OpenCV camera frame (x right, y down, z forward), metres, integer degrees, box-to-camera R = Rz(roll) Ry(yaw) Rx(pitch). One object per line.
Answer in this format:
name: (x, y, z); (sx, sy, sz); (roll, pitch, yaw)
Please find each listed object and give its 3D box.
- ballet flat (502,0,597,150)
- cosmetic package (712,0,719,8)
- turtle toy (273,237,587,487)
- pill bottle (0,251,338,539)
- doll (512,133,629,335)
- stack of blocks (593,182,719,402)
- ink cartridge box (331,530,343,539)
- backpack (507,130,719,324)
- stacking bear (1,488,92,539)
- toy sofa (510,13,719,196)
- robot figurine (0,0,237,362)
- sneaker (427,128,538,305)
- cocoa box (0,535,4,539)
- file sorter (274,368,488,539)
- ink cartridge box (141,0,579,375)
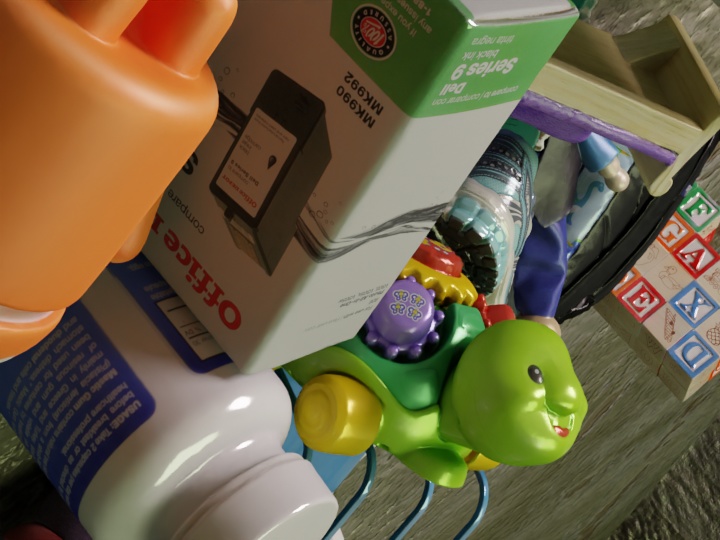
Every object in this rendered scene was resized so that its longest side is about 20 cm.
ballet flat: (0.101, -0.155, 0.852); (0.071, 0.072, 0.201); (-28, 149, -33)
cosmetic package: (0.227, -0.227, 0.728); (0.166, 0.200, 0.168); (-41, 160, -4)
turtle toy: (0.029, 0.042, 0.750); (0.145, 0.200, 0.102); (14, 108, -47)
pill bottle: (-0.102, 0.059, 0.692); (0.112, 0.200, 0.112); (-35, 159, -15)
doll: (0.110, -0.057, 0.973); (0.049, 0.134, 0.203); (-101, -167, -71)
stack of blocks: (0.231, -0.012, 1.178); (0.115, 0.200, 0.059); (-36, 159, -11)
ink cartridge box: (-0.136, 0.222, 1.052); (0.198, 0.045, 0.176); (-24, 177, 31)
backpack: (0.159, -0.054, 1.074); (0.163, 0.152, 0.202); (-3, 116, -68)
stacking bear: (-0.125, 0.143, 0.966); (0.200, 0.121, 0.114); (-45, 127, -25)
toy sofa: (0.087, -0.101, 0.779); (0.198, 0.083, 0.098); (16, 130, -35)
robot figurine: (-0.129, -0.047, 0.549); (0.200, 0.116, 0.144); (-49, -176, 18)
sneaker: (0.070, -0.011, 0.878); (0.087, 0.077, 0.200); (-55, 172, -21)
cocoa box: (-0.248, 0.167, 0.739); (0.133, 0.131, 0.200); (-38, 160, -11)
file sorter: (-0.046, 0.114, 0.851); (0.199, 0.123, 0.139); (20, 119, -40)
ink cartridge box: (-0.025, -0.077, 0.639); (0.084, 0.146, 0.201); (-18, 149, -49)
